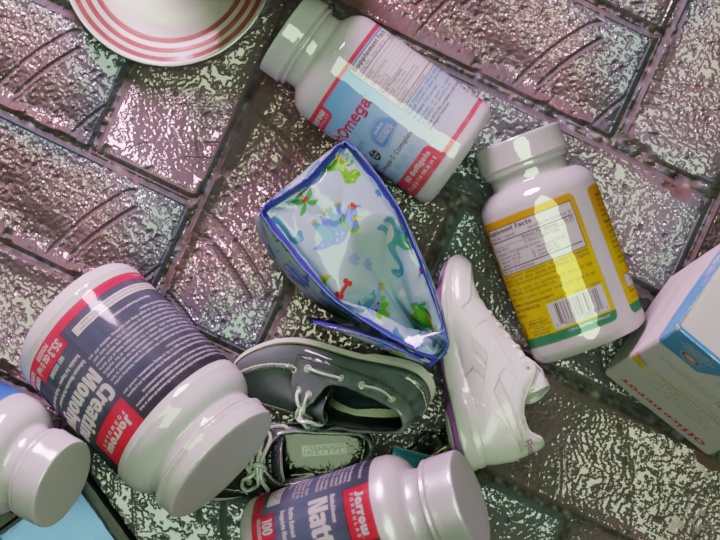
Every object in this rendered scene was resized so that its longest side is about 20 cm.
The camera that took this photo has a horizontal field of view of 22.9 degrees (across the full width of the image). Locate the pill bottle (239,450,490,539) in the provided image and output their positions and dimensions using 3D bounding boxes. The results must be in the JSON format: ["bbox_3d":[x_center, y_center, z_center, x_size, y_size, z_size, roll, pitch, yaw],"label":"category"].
[{"bbox_3d":[0.006,0.229,1.561,0.199,0.120,0.121,-21,90,17],"label":"pill bottle"}]

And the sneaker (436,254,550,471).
[{"bbox_3d":[0.118,0.082,1.625,0.099,0.075,0.202,-8,73,0],"label":"sneaker"}]

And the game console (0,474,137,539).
[{"bbox_3d":[-0.288,0.282,1.596,0.175,0.116,0.201,-35,91,-2],"label":"game console"}]

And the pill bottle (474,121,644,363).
[{"bbox_3d":[0.176,-0.027,1.623,0.112,0.113,0.201,-21,91,-3],"label":"pill bottle"}]

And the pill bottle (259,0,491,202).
[{"bbox_3d":[0.012,-0.160,1.619,0.199,0.109,0.109,35,88,-1],"label":"pill bottle"}]

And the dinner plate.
[{"bbox_3d":[-0.179,-0.289,1.654,0.198,0.024,0.202,0,90,-3],"label":"dinner plate"}]

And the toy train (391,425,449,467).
[{"bbox_3d":[0.060,0.176,1.654,0.199,0.034,0.046,-34,94,-2],"label":"toy train"}]

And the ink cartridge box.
[{"bbox_3d":[0.324,0.068,1.597,0.128,0.200,0.126,39,70,-1],"label":"ink cartridge box"}]

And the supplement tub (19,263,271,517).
[{"bbox_3d":[-0.190,0.104,1.568,0.200,0.140,0.140,42,88,17],"label":"supplement tub"}]

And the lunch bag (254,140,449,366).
[{"bbox_3d":[0.000,0.000,1.586,0.127,0.170,0.200,-40,93,-4],"label":"lunch bag"}]

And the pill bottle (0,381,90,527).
[{"bbox_3d":[-0.341,0.148,1.567,0.199,0.112,0.113,24,88,20],"label":"pill bottle"}]

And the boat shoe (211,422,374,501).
[{"bbox_3d":[-0.084,0.175,1.630,0.197,0.068,0.074,-2,89,-3],"label":"boat shoe"}]

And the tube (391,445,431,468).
[{"bbox_3d":[0.039,0.265,1.637,0.077,0.050,0.202,15,93,-22],"label":"tube"}]

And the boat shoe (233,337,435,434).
[{"bbox_3d":[-0.034,0.110,1.601,0.198,0.062,0.073,5,127,22],"label":"boat shoe"}]
